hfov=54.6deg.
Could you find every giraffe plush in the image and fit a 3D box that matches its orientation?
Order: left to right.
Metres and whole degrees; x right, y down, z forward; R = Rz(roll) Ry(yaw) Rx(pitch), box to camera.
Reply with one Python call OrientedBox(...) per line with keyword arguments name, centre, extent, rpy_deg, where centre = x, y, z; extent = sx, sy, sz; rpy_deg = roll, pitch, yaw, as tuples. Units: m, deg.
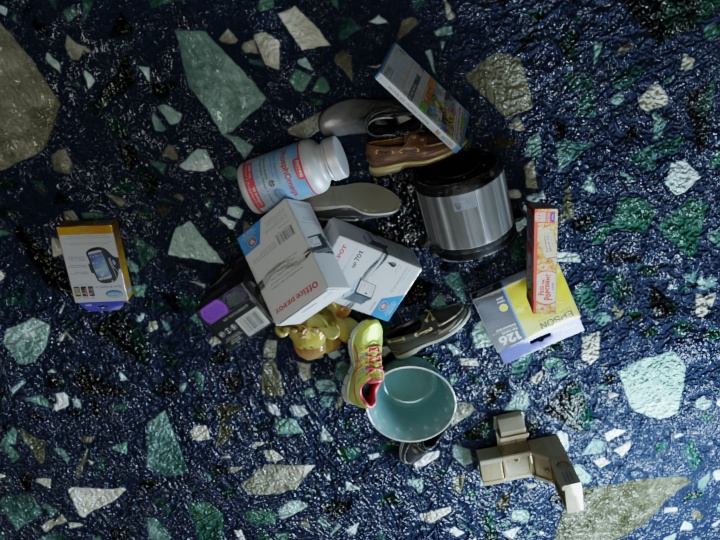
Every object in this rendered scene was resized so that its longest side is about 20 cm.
OrientedBox(name="giraffe plush", centre=(-0.098, 0.116, 1.468), extent=(0.172, 0.162, 0.200), rpy_deg=(-25, 112, 12))

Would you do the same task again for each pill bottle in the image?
OrientedBox(name="pill bottle", centre=(-0.128, -0.189, 1.352), extent=(0.199, 0.109, 0.109), rpy_deg=(-18, 113, 14))

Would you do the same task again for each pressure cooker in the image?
OrientedBox(name="pressure cooker", centre=(0.203, -0.110, 1.347), extent=(0.175, 0.179, 0.201), rpy_deg=(9, 128, 44))

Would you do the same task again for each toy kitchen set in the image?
OrientedBox(name="toy kitchen set", centre=(0.378, 0.442, 1.598), extent=(0.199, 0.181, 0.164), rpy_deg=(-12, 113, 2))

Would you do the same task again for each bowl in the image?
OrientedBox(name="bowl", centre=(0.111, 0.274, 1.569), extent=(0.200, 0.105, 0.202), rpy_deg=(1, 114, 1))

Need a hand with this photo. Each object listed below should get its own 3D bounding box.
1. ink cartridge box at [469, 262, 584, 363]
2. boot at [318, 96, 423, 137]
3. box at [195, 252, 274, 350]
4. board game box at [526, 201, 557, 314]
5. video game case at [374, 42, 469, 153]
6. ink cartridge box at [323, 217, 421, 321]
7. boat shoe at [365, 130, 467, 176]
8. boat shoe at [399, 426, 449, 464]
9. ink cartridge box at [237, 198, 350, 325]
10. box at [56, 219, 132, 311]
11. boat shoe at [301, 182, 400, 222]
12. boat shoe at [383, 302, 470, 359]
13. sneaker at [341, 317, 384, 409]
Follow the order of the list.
OrientedBox(name="ink cartridge box", centre=(0.367, 0.098, 1.517), extent=(0.197, 0.047, 0.201), rpy_deg=(-26, 109, 11))
OrientedBox(name="boot", centre=(0.013, -0.281, 1.301), extent=(0.199, 0.132, 0.070), rpy_deg=(-12, 115, 7))
OrientedBox(name="box", centre=(-0.237, 0.049, 1.420), extent=(0.122, 0.200, 0.106), rpy_deg=(-32, 111, 15))
OrientedBox(name="board game box", centre=(0.356, -0.029, 1.374), extent=(0.046, 0.152, 0.201), rpy_deg=(0, 99, 8))
OrientedBox(name="video game case", centre=(0.118, -0.318, 1.278), extent=(0.200, 0.143, 0.018), rpy_deg=(39, 128, -15))
OrientedBox(name="ink cartridge box", centre=(0.000, 0.000, 1.434), extent=(0.199, 0.086, 0.147), rpy_deg=(20, 115, -26))
OrientedBox(name="boat shoe", centre=(0.105, -0.241, 1.351), extent=(0.199, 0.072, 0.068), rpy_deg=(-14, 116, 10))
OrientedBox(name="boat shoe", centre=(0.156, 0.394, 1.644), extent=(0.070, 0.066, 0.200), rpy_deg=(31, 111, -12))
OrientedBox(name="ink cartridge box", centre=(-0.130, -0.014, 1.346), extent=(0.144, 0.084, 0.201), rpy_deg=(-35, 72, 27))
OrientedBox(name="box", centre=(-0.563, -0.009, 1.491), extent=(0.118, 0.042, 0.201), rpy_deg=(-2, 117, 2))
OrientedBox(name="boat shoe", centre=(-0.020, -0.133, 1.421), extent=(0.199, 0.073, 0.063), rpy_deg=(2, 153, -4))
OrientedBox(name="boat shoe", centre=(0.143, 0.122, 1.516), extent=(0.201, 0.072, 0.061), rpy_deg=(-33, 114, 18))
OrientedBox(name="sneaker", centre=(0.021, 0.198, 1.463), extent=(0.078, 0.090, 0.201), rpy_deg=(-2, 107, -34))
